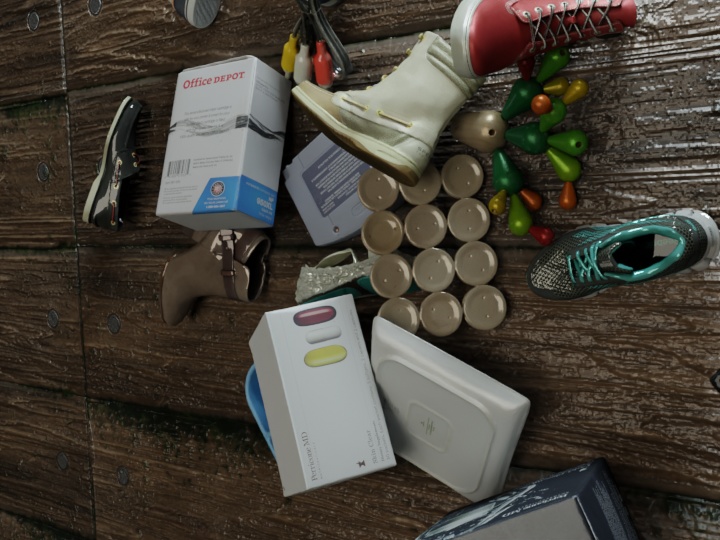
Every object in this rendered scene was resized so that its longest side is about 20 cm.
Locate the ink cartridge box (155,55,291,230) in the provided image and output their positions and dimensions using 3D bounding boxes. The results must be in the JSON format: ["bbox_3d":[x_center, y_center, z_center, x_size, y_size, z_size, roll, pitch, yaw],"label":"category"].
[{"bbox_3d":[-0.178,-0.162,1.076,0.142,0.084,0.204,0,78,34],"label":"ink cartridge box"}]

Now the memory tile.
[{"bbox_3d":[0.079,-0.025,0.936,0.150,0.017,0.204,-9,86,2],"label":"memory tile"}]

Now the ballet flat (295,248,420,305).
[{"bbox_3d":[0.000,0.000,1.008,0.197,0.071,0.073,-13,88,28],"label":"ballet flat"}]

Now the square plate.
[{"bbox_3d":[0.082,0.171,0.933,0.196,0.028,0.202,27,135,22],"label":"square plate"}]

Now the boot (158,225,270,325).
[{"bbox_3d":[-0.203,0.010,1.153,0.145,0.070,0.203,25,109,28],"label":"boot"}]

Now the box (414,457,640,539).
[{"bbox_3d":[0.166,0.292,0.824,0.198,0.196,0.126,-26,80,20],"label":"box"}]

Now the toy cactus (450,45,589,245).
[{"bbox_3d":[0.163,-0.139,0.876,0.163,0.101,0.204,19,114,42],"label":"toy cactus"}]

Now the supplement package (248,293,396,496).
[{"bbox_3d":[-0.052,0.153,0.982,0.156,0.109,0.204,131,126,-67],"label":"supplement package"}]

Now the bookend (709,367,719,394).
[{"bbox_3d":[0.446,0.116,0.695,0.198,0.092,0.202,-41,73,30],"label":"bookend"}]

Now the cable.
[{"bbox_3d":[-0.061,-0.291,0.979,0.096,0.051,0.201,26,153,20],"label":"cable"}]

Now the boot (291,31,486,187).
[{"bbox_3d":[0.028,-0.203,0.928,0.199,0.072,0.156,35,88,29],"label":"boot"}]

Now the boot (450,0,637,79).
[{"bbox_3d":[0.180,-0.235,0.783,0.142,0.200,0.074,8,122,33],"label":"boot"}]

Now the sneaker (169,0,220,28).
[{"bbox_3d":[-0.214,-0.439,1.106,0.079,0.078,0.202,36,115,20],"label":"sneaker"}]

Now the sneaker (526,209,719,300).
[{"bbox_3d":[0.249,-0.015,0.819,0.198,0.091,0.079,-19,83,35],"label":"sneaker"}]

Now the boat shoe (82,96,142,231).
[{"bbox_3d":[-0.366,-0.162,1.255,0.062,0.074,0.205,17,97,-5],"label":"boat shoe"}]

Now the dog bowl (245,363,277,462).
[{"bbox_3d":[-0.087,0.199,1.102,0.111,0.049,0.202,-39,74,31],"label":"dog bowl"}]

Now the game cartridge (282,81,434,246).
[{"bbox_3d":[-0.004,-0.123,1.019,0.199,0.041,0.135,-36,71,32],"label":"game cartridge"}]

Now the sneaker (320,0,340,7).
[{"bbox_3d":[-0.093,-0.419,1.020,0.070,0.081,0.201,-45,70,29],"label":"sneaker"}]
